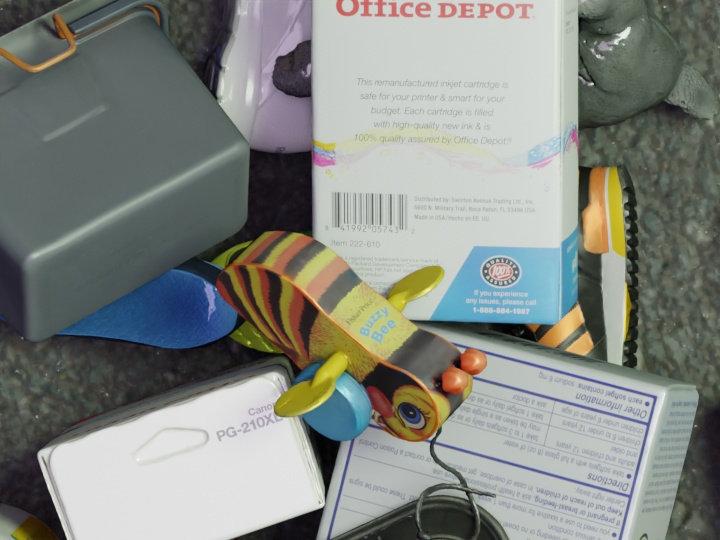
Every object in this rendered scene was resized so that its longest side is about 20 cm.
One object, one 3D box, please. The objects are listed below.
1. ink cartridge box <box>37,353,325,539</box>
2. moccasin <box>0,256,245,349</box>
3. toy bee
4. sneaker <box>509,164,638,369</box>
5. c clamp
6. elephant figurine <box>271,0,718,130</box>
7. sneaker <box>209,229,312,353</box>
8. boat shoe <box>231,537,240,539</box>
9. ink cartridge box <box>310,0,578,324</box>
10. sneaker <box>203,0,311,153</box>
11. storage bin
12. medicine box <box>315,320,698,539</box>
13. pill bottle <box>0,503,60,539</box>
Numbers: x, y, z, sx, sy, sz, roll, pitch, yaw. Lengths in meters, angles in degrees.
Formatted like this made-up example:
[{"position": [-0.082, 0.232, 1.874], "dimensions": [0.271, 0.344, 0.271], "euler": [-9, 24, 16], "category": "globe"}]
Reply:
[{"position": [-0.099, 0.112, 1.687], "dimensions": [0.145, 0.200, 0.084], "euler": [-19, 91, 0], "category": "ink cartridge box"}, {"position": [-0.157, 0.010, 1.746], "dimensions": [0.200, 0.068, 0.081], "euler": [20, 105, 22], "category": "moccasin"}, {"position": [0.020, 0.047, 1.567], "dimensions": [0.200, 0.109, 0.131], "euler": [31, 56, -16], "category": "toy bee"}, {"position": [0.122, 0.035, 1.761], "dimensions": [0.090, 0.070, 0.200], "euler": [2, 90, 11], "category": "sneaker"}, {"position": [0.014, 0.227, 1.626], "dimensions": [0.200, 0.027, 0.171], "euler": [-32, 72, 8], "category": "c clamp"}, {"position": [0.080, -0.110, 1.728], "dimensions": [0.200, 0.142, 0.155], "euler": [-40, 61, 2], "category": "elephant figurine"}, {"position": [0.000, 0.000, 1.751], "dimensions": [0.200, 0.084, 0.074], "euler": [-15, 92, 18], "category": "sneaker"}, {"position": [-0.060, 0.250, 1.679], "dimensions": [0.070, 0.070, 0.200], "euler": [-25, 91, 3], "category": "boat shoe"}, {"position": [0.050, -0.076, 1.638], "dimensions": [0.144, 0.085, 0.200], "euler": [2, 101, 13], "category": "ink cartridge box"}, {"position": [-0.043, -0.166, 1.756], "dimensions": [0.087, 0.075, 0.200], "euler": [8, 98, -13], "category": "sneaker"}, {"position": [-0.162, -0.062, 1.665], "dimensions": [0.200, 0.146, 0.134], "euler": [-31, 60, -25], "category": "storage bin"}, {"position": [0.080, 0.141, 1.681], "dimensions": [0.182, 0.103, 0.200], "euler": [14, 92, 18], "category": "medicine box"}, {"position": [-0.223, 0.194, 1.687], "dimensions": [0.113, 0.200, 0.113], "euler": [0, 91, -1], "category": "pill bottle"}]
